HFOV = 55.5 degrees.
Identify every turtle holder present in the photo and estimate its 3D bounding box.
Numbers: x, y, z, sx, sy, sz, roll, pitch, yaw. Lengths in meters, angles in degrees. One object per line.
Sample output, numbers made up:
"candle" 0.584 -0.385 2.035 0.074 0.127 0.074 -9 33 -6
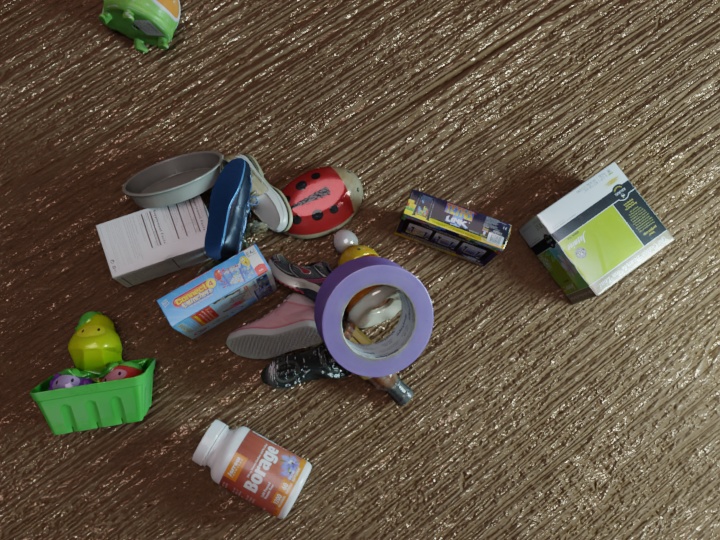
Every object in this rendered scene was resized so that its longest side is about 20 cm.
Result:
"turtle holder" -0.451 -0.536 1.412 0.141 0.185 0.132 25 77 -31

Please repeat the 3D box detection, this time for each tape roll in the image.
"tape roll" 0.022 0.080 1.208 0.200 0.085 0.200 -3 103 -13

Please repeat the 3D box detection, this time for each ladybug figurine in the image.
"ladybug figurine" -0.087 -0.141 1.380 0.200 0.072 0.136 -31 83 -9

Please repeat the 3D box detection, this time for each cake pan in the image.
"cake pan" -0.357 -0.176 1.324 0.200 0.200 0.037 -20 118 -7

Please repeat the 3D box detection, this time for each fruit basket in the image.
"fruit basket" -0.489 0.180 1.266 0.215 0.156 0.216 -1 97 -6

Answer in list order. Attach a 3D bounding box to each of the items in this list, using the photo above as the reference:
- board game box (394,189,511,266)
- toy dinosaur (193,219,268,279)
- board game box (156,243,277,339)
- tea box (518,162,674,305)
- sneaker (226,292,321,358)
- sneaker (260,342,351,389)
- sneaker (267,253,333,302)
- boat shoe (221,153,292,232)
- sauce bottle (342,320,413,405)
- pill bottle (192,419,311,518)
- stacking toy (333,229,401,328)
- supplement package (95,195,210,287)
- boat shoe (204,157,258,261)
"board game box" 0.175 -0.080 1.338 0.200 0.165 0.057 20 80 0
"toy dinosaur" -0.257 -0.025 1.338 0.200 0.088 0.047 -45 69 -4
"board game box" -0.257 0.044 1.270 0.196 0.200 0.056 -31 82 -9
"tea box" 0.467 -0.071 1.372 0.200 0.134 0.197 -33 82 -9
"sneaker" -0.160 0.106 1.336 0.200 0.075 0.105 -13 40 16
"sneaker" -0.100 0.181 1.318 0.200 0.091 0.076 -5 82 -27
"sneaker" -0.095 0.011 1.319 0.200 0.081 0.075 25 93 31
"boat shoe" -0.210 -0.151 1.349 0.200 0.068 0.075 51 121 25
"sauce bottle" 0.022 0.182 1.306 0.066 0.066 0.200 -45 107 -10
"pill bottle" -0.201 0.359 1.257 0.200 0.112 0.112 28 79 2
"stacking toy" 0.000 0.000 1.346 0.146 0.146 0.200 -29 66 -8
"supplement package" -0.384 -0.058 1.324 0.200 0.114 0.110 -20 81 -9
"boat shoe" -0.243 -0.110 1.286 0.084 0.069 0.200 6 75 36
